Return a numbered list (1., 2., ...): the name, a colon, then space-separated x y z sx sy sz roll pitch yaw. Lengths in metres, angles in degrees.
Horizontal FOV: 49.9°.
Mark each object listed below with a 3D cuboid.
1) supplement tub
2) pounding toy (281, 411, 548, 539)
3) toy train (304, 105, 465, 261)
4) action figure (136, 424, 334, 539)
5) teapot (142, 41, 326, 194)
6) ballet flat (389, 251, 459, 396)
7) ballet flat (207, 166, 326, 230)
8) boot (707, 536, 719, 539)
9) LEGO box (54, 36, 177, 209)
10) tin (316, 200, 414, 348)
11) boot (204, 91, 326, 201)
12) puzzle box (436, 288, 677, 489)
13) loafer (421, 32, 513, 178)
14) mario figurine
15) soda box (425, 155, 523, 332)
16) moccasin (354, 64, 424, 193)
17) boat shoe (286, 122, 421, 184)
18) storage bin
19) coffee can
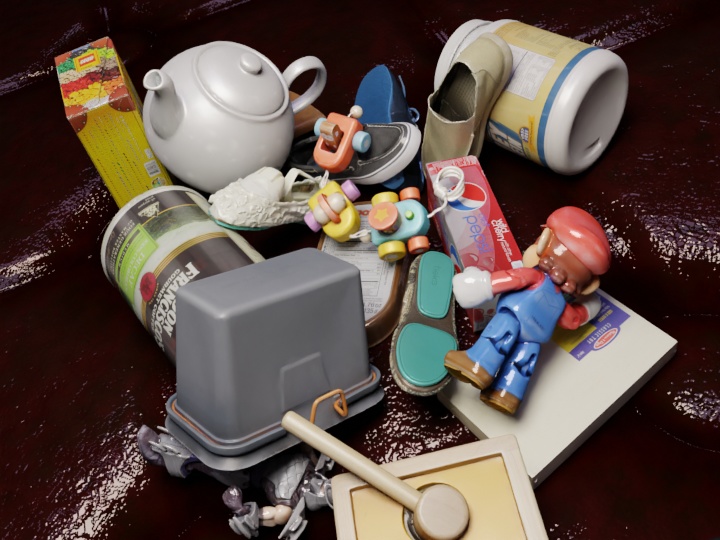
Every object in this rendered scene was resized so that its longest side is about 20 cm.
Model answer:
1. supplement tub: 0.201 -0.215 0.934 0.144 0.146 0.199 -41 51 -21
2. pounding toy: 0.049 0.211 0.603 0.181 0.143 0.202 -14 47 3
3. toy train: 0.006 -0.099 0.843 0.198 0.056 0.152 28 89 28
4. action figure: -0.105 0.182 0.723 0.197 0.070 0.130 13 36 19
5. teapot: -0.151 -0.198 0.918 0.195 0.146 0.202 26 45 -17
6. ballet flat: 0.063 0.066 0.773 0.067 0.076 0.201 16 41 -2
7. ballet flat: -0.096 -0.088 0.887 0.071 0.073 0.199 19 14 29
8. boot: 0.331 0.176 0.596 0.197 0.077 0.170 2 53 8
9. LEGO box: -0.306 -0.169 0.999 0.076 0.201 0.150 -23 47 -7
10. tin: 0.000 0.000 0.877 0.110 0.042 0.202 3 50 13
11. boot: -0.132 -0.160 1.054 0.198 0.069 0.188 -27 40 -18
12. puzzle box: 0.187 0.097 0.744 0.199 0.026 0.133 -36 49 -16
13. loafer: 0.107 -0.177 0.892 0.068 0.202 0.076 -24 55 -37
14. mario figurine: 0.155 0.028 0.722 0.105 0.124 0.201 30 77 31
15. soda box: 0.125 -0.035 0.846 0.062 0.071 0.202 -12 48 -2
16. moccasin: 0.037 -0.174 0.998 0.080 0.068 0.203 -29 51 35
17. boat shoe: -0.017 -0.147 0.938 0.198 0.066 0.071 -1 70 47
18. storage bin: -0.074 0.070 0.706 0.198 0.136 0.145 -19 28 -37
19. coffee can: -0.172 0.019 0.834 0.146 0.147 0.200 -36 49 -17
